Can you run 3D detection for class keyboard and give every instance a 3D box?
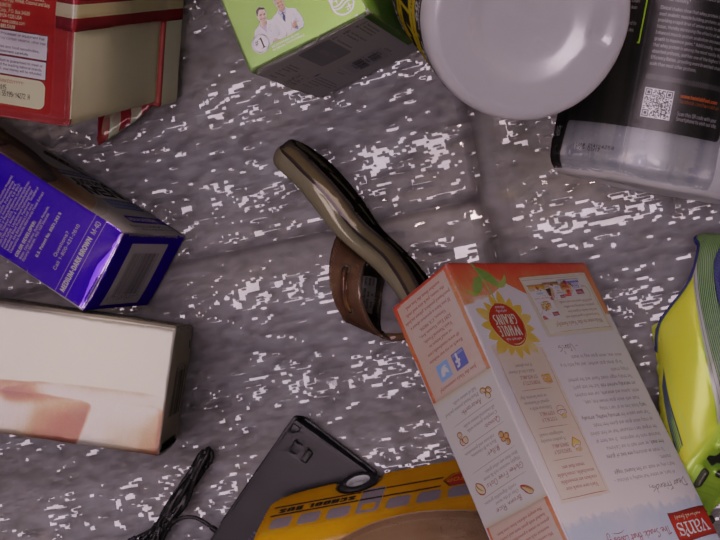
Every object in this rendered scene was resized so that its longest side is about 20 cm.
[{"bbox_3d":[-0.088,0.187,0.958,0.127,0.021,0.200,35,97,5],"label":"keyboard"}]

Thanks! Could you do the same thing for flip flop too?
[{"bbox_3d":[0.000,0.000,0.903,0.058,0.081,0.200,-41,77,6],"label":"flip flop"}]

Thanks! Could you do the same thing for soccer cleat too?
[{"bbox_3d":[0.213,0.073,0.869,0.084,0.065,0.201,25,102,43],"label":"soccer cleat"}]

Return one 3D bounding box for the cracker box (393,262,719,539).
[{"bbox_3d":[0.116,0.093,0.818,0.058,0.134,0.201,-42,61,38],"label":"cracker box"}]

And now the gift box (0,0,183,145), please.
[{"bbox_3d":[-0.222,-0.181,0.908,0.184,0.187,0.201,15,108,13],"label":"gift box"}]

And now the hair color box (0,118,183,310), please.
[{"bbox_3d":[-0.232,-0.051,0.948,0.199,0.109,0.065,30,97,12],"label":"hair color box"}]

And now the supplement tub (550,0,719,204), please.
[{"bbox_3d":[0.190,-0.147,0.833,0.122,0.123,0.201,12,94,14],"label":"supplement tub"}]

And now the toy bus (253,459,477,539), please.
[{"bbox_3d":[0.038,0.167,0.888,0.199,0.078,0.065,-13,103,14],"label":"toy bus"}]

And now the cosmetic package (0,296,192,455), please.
[{"bbox_3d":[-0.220,0.065,0.925,0.199,0.103,0.088,9,89,1],"label":"cosmetic package"}]

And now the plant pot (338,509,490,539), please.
[{"bbox_3d":[0.057,0.246,0.833,0.200,0.093,0.202,2,126,3],"label":"plant pot"}]

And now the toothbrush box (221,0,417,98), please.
[{"bbox_3d":[-0.049,-0.223,0.881,0.086,0.146,0.201,-25,83,14],"label":"toothbrush box"}]

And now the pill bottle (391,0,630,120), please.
[{"bbox_3d":[0.077,-0.166,0.812,0.114,0.200,0.115,-2,110,-6],"label":"pill bottle"}]
